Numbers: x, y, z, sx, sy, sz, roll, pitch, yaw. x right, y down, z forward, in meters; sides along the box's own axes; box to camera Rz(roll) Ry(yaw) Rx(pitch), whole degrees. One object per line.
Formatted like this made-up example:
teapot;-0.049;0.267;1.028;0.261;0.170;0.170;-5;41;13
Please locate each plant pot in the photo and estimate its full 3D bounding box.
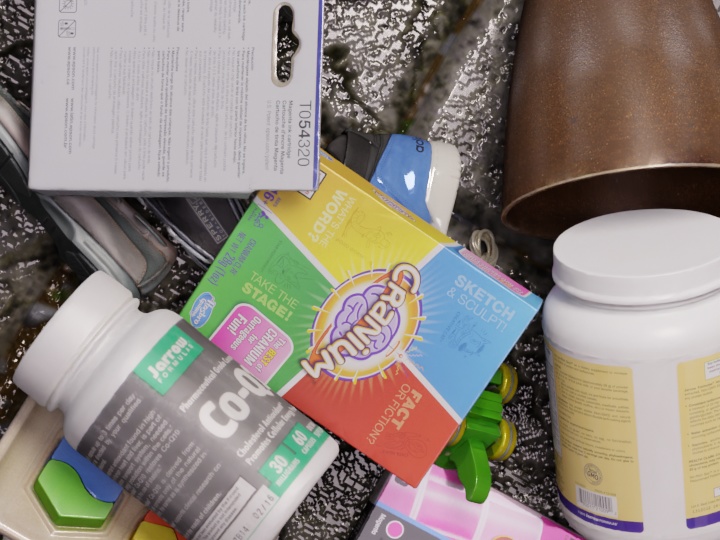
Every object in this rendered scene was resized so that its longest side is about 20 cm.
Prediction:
plant pot;0.180;-0.140;1.531;0.186;0.187;0.200;-4;76;-5

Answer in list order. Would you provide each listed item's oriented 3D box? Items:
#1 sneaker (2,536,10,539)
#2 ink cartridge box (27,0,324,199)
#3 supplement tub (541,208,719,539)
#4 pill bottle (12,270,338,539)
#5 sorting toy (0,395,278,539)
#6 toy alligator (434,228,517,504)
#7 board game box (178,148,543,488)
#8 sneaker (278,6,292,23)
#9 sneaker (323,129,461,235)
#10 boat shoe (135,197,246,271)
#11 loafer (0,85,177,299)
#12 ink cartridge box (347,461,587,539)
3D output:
sneaker;-0.163;0.224;1.552;0.200;0.076;0.088;43;98;2
ink cartridge box;-0.119;-0.147;1.475;0.199;0.043;0.197;2;86;8
supplement tub;0.198;0.073;1.495;0.145;0.145;0.200;-9;111;-5
pill bottle;-0.123;0.098;1.462;0.200;0.113;0.113;38;88;1
sorting toy;-0.142;0.138;1.519;0.200;0.036;0.185;33;55;-7
toy alligator;0.073;0.071;1.573;0.059;0.054;0.200;16;65;-34
board game box;-0.002;0.028;1.494;0.200;0.040;0.153;34;103;2
sneaker;-0.075;-0.204;1.543;0.200;0.075;0.079;-18;105;2
sneaker;0.000;0.000;1.551;0.111;0.077;0.200;11;86;-12
boat shoe;-0.141;-0.080;1.541;0.072;0.068;0.200;-35;94;-4
loafer;-0.207;-0.063;1.544;0.063;0.072;0.200;-41;101;-22
ink cartridge box;0.095;0.209;1.589;0.200;0.037;0.095;28;88;-8
